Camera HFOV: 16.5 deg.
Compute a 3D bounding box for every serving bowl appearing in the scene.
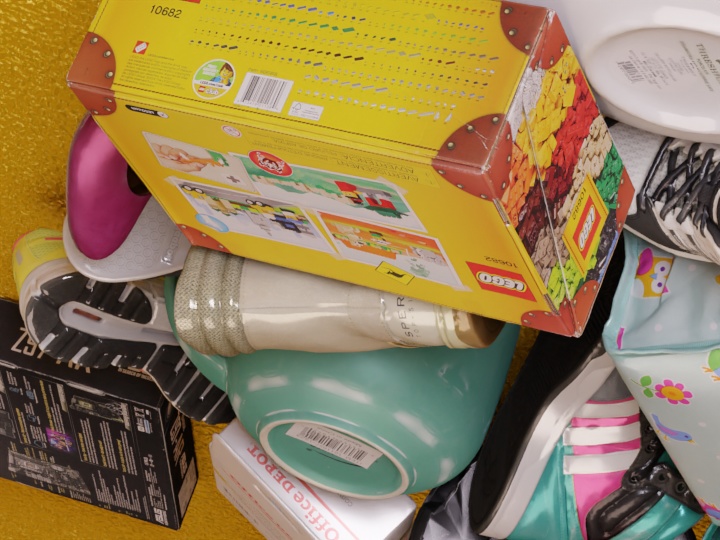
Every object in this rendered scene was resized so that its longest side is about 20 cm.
[{"bbox_3d":[0.137,-0.104,1.000,0.198,0.066,0.200,13,157,6],"label":"serving bowl"}]

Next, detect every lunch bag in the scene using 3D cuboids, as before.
[{"bbox_3d":[0.237,0.037,1.176,0.198,0.123,0.171,-4,143,26],"label":"lunch bag"}]

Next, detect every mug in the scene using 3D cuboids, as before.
[{"bbox_3d":[-0.011,0.055,1.378,0.184,0.115,0.152,-1,147,33],"label":"mug"}]

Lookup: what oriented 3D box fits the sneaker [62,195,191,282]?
[{"bbox_3d":[-0.054,-0.033,1.315,0.198,0.071,0.099,-5,-173,0],"label":"sneaker"}]

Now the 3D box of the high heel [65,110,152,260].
[{"bbox_3d":[-0.078,-0.075,1.183,0.095,0.067,0.201,25,119,9],"label":"high heel"}]

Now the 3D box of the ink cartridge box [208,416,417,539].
[{"bbox_3d":[-0.028,0.132,1.494,0.116,0.067,0.200,44,170,8],"label":"ink cartridge box"}]

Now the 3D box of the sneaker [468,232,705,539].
[{"bbox_3d":[0.149,0.076,1.308,0.120,0.084,0.201,17,125,-15],"label":"sneaker"}]

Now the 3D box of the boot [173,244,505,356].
[{"bbox_3d":[0.000,0.000,1.208,0.153,0.073,0.200,-4,-171,13],"label":"boot"}]

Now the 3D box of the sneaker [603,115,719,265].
[{"bbox_3d":[0.168,-0.034,1.081,0.199,0.076,0.087,23,-175,37],"label":"sneaker"}]

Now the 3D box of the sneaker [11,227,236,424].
[{"bbox_3d":[-0.122,0.022,1.457,0.199,0.078,0.090,28,-167,-40],"label":"sneaker"}]

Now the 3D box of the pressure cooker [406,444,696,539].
[{"bbox_3d":[0.108,0.188,1.461,0.175,0.180,0.200,29,169,4],"label":"pressure cooker"}]

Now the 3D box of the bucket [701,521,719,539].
[{"bbox_3d":[0.280,0.183,1.330,0.206,0.208,0.135,27,158,-14],"label":"bucket"}]

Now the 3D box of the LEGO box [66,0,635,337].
[{"bbox_3d":[-0.001,-0.056,1.050,0.199,0.078,0.149,14,158,26],"label":"LEGO box"}]

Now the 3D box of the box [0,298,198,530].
[{"bbox_3d":[-0.193,0.096,1.654,0.159,0.044,0.200,16,152,9],"label":"box"}]
